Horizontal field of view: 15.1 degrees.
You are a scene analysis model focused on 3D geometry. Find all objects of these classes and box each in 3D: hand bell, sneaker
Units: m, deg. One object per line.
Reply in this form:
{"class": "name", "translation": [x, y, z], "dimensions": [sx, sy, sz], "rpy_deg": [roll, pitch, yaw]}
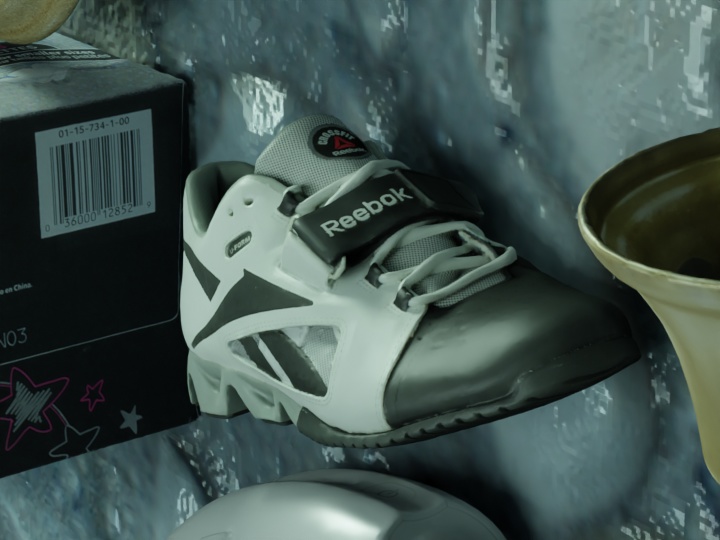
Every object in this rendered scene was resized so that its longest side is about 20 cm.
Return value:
{"class": "hand bell", "translation": [0.110, 0.075, 0.636], "dimensions": [0.104, 0.104, 0.200], "rpy_deg": [22, 125, 51]}
{"class": "sneaker", "translation": [0.000, 0.000, 0.782], "dimensions": [0.200, 0.074, 0.089], "rpy_deg": [3, 107, 55]}

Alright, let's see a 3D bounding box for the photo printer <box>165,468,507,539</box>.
{"class": "photo printer", "translation": [0.001, 0.161, 0.847], "dimensions": [0.166, 0.069, 0.200], "rpy_deg": [-18, 87, 57]}

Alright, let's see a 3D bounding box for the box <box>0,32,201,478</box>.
{"class": "box", "translation": [-0.168, -0.001, 0.915], "dimensions": [0.115, 0.200, 0.132], "rpy_deg": [23, 121, 49]}

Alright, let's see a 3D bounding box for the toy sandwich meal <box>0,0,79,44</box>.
{"class": "toy sandwich meal", "translation": [-0.115, -0.175, 0.896], "dimensions": [0.205, 0.070, 0.205], "rpy_deg": [36, 135, 46]}
